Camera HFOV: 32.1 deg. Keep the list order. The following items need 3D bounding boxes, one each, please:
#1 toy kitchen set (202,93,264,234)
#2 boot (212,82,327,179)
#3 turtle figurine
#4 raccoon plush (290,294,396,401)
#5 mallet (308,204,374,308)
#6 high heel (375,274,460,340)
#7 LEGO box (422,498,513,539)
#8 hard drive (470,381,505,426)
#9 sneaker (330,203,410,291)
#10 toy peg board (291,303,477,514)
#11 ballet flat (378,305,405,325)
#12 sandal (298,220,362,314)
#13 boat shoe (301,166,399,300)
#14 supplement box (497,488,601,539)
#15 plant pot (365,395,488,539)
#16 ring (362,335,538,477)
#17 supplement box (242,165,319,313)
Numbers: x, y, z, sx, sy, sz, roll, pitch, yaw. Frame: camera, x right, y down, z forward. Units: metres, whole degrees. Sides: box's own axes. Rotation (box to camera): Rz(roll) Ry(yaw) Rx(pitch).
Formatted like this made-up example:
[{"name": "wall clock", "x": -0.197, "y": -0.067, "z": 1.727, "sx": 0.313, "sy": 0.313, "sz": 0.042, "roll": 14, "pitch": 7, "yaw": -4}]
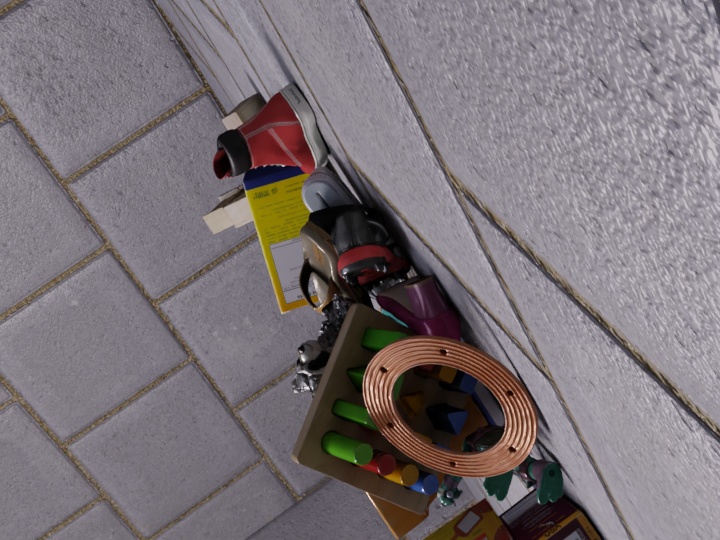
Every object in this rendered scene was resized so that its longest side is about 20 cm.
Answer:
[{"name": "toy kitchen set", "x": -0.202, "y": -0.203, "z": 2.230, "sx": 0.182, "sy": 0.199, "sz": 0.163, "roll": 57, "pitch": -142, "yaw": -15}, {"name": "boot", "x": -0.121, "y": -0.153, "z": 1.625, "sx": 0.073, "sy": 0.144, "sz": 0.200, "roll": 53, "pitch": 176, "yaw": 19}, {"name": "turtle figurine", "x": 0.161, "y": 0.237, "z": 1.512, "sx": 0.200, "sy": 0.148, "sz": 0.102, "roll": 178, "pitch": 81, "yaw": -75}, {"name": "raccoon plush", "x": 0.007, "y": 0.122, "z": 1.564, "sx": 0.198, "sy": 0.135, "sz": 0.097, "roll": 27, "pitch": 171, "yaw": -20}, {"name": "mallet", "x": 0.000, "y": 0.000, "z": 1.640, "sx": 0.201, "sy": 0.065, "sz": 0.041, "roll": 62, "pitch": -156, "yaw": -27}, {"name": "high heel", "x": 0.070, "y": 0.060, "z": 1.511, "sx": 0.200, "sy": 0.067, "sz": 0.097, "roll": 173, "pitch": 74, "yaw": -82}, {"name": "LEGO box", "x": 0.116, "y": 0.407, "z": 1.594, "sx": 0.077, "sy": 0.199, "sz": 0.150, "roll": 54, "pitch": 176, "yaw": 48}, {"name": "hard drive", "x": 0.153, "y": 0.163, "z": 1.687, "sx": 0.201, "sy": 0.025, "sz": 0.132, "roll": 57, "pitch": 176, "yaw": -9}, {"name": "sneaker", "x": 0.012, "y": -0.030, "z": 1.546, "sx": 0.200, "sy": 0.070, "sz": 0.099, "roll": 26, "pitch": -133, "yaw": -74}, {"name": "toy peg board", "x": 0.053, "y": 0.172, "z": 1.485, "sx": 0.198, "sy": 0.202, "sz": 0.097, "roll": 28, "pitch": 169, "yaw": -28}, {"name": "ballet flat", "x": 0.093, "y": 0.104, "z": 1.803, "sx": 0.201, "sy": 0.070, "sz": 0.066, "roll": 61, "pitch": -159, "yaw": -22}, {"name": "sandal", "x": -0.049, "y": 0.019, "z": 1.609, "sx": 0.080, "sy": 0.054, "sz": 0.201, "roll": 30, "pitch": 154, "yaw": 32}, {"name": "boat shoe", "x": -0.005, "y": -0.055, "z": 1.668, "sx": 0.201, "sy": 0.073, "sz": 0.067, "roll": 59, "pitch": -158, "yaw": -21}, {"name": "supplement box", "x": 0.250, "y": 0.350, "z": 1.570, "sx": 0.111, "sy": 0.085, "sz": 0.200, "roll": 56, "pitch": 177, "yaw": -3}, {"name": "plant pot", "x": 0.067, "y": 0.219, "z": 1.661, "sx": 0.201, "sy": 0.182, "sz": 0.200, "roll": 55, "pitch": 175, "yaw": 7}, {"name": "ring", "x": 0.097, "y": 0.146, "z": 1.353, "sx": 0.202, "sy": 0.199, "sz": 0.019, "roll": 58, "pitch": -141, "yaw": -23}, {"name": "supplement box", "x": -0.090, "y": -0.058, "z": 1.805, "sx": 0.110, "sy": 0.107, "sz": 0.203, "roll": -100, "pitch": -5, "yaw": -76}]
